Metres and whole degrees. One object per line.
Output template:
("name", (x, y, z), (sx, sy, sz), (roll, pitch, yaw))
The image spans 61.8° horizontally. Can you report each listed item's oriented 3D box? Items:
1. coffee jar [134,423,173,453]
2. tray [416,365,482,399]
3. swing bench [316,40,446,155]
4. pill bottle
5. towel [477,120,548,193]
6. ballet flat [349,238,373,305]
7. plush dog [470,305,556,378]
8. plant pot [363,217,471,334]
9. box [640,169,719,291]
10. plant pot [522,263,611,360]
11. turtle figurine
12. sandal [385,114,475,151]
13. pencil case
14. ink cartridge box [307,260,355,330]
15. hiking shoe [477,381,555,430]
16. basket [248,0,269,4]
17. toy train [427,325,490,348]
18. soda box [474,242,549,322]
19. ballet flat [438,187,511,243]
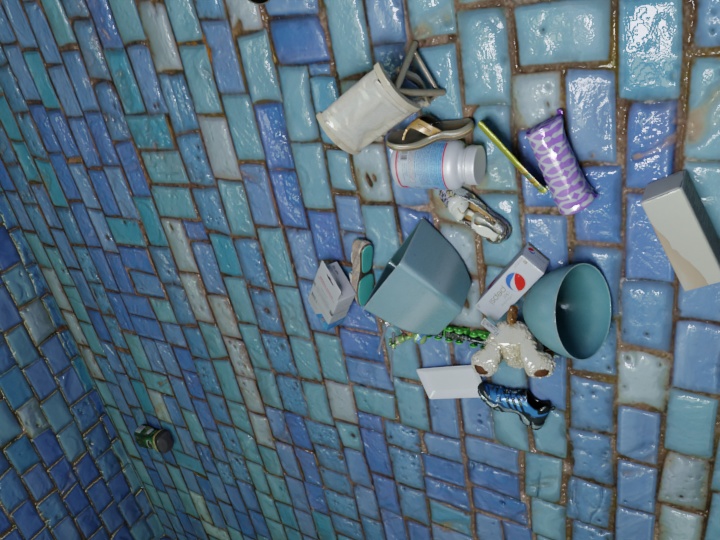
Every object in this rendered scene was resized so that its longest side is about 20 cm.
("coffee jar", (-0.968, 0.790, 2.826), (0.196, 0.085, 0.107), (2, 117, 34))
("tray", (0.260, 0.312, 1.700), (0.197, 0.022, 0.109), (-12, 111, 39))
("swing bench", (0.045, -0.356, 1.284), (0.197, 0.200, 0.131), (-26, 104, 42))
("pill bottle", (0.173, -0.237, 1.338), (0.196, 0.109, 0.111), (8, 124, 31))
("towel", (0.318, -0.239, 1.257), (0.018, 0.086, 0.200), (-43, 90, 13))
("ballet flat", (0.000, 0.000, 1.656), (0.067, 0.067, 0.205), (32, 130, 38))
("plush dog", (0.373, 0.181, 1.451), (0.195, 0.165, 0.171), (-3, 163, 22))
("plant pot", (0.157, 0.040, 1.484), (0.198, 0.198, 0.197), (36, 134, -3))
("box", (0.619, -0.076, 1.146), (0.077, 0.095, 0.203), (-22, 104, 42))
("plant pot", (0.439, 0.087, 1.328), (0.133, 0.199, 0.204), (1, 122, 56))
("turtle figurine", (0.076, 0.144, 1.589), (0.200, 0.143, 0.195), (-45, 49, 13))
("sandal", (0.148, -0.308, 1.300), (0.194, 0.081, 0.055), (-10, 127, 11))
("pencil case", (0.408, -0.211, 1.213), (0.084, 0.084, 0.203), (-29, 106, 7))
("ink cartridge box", (-0.078, 0.063, 1.694), (0.117, 0.065, 0.202), (57, 148, 23))
("hiking shoe", (0.407, 0.335, 1.588), (0.196, 0.075, 0.088), (25, 124, 6))
("basket", (-0.170, -0.660, 1.232), (0.133, 0.200, 0.184), (-3, 117, 36))
("toy train", (0.257, 0.167, 1.583), (0.196, 0.056, 0.043), (9, 111, 30))
("soda box", (0.356, 0.031, 1.419), (0.068, 0.064, 0.201), (38, 134, 5))
("ballet flat", (0.256, -0.128, 1.380), (0.198, 0.072, 0.073), (36, 133, 10))
